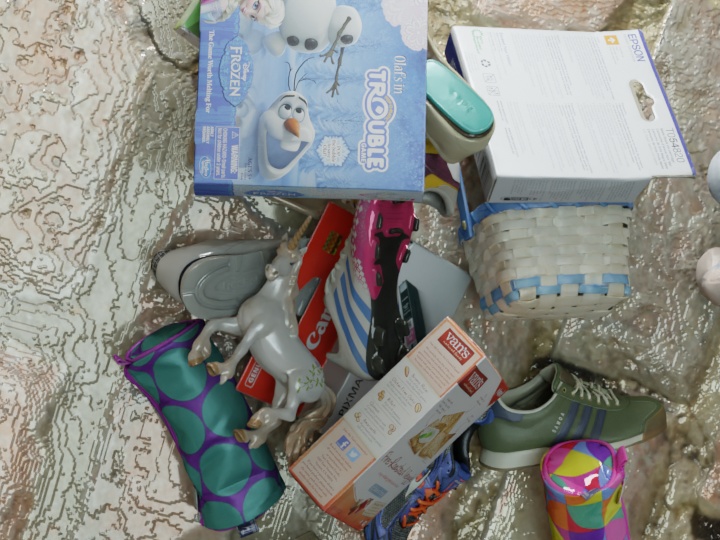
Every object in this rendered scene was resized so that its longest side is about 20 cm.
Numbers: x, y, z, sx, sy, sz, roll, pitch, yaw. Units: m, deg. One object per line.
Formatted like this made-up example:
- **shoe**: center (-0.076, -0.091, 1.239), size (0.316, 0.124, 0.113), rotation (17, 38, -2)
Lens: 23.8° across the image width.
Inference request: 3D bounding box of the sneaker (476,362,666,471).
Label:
- **sneaker**: center (0.209, 0.134, 1.695), size (0.198, 0.067, 0.091), rotation (-11, 107, -11)

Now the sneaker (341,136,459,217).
- **sneaker**: center (0.000, -0.085, 1.550), size (0.198, 0.075, 0.091), rotation (-3, 85, -19)

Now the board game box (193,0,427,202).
- **board game box**: center (-0.041, -0.163, 1.470), size (0.197, 0.043, 0.202), rotation (1, 79, -2)

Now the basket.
- **basket**: center (0.171, -0.055, 1.628), size (0.175, 0.139, 0.202), rotation (0, 79, -15)

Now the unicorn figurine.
- **unicorn figurine**: center (-0.081, 0.065, 1.530), size (0.137, 0.074, 0.201), rotation (-40, 124, -28)

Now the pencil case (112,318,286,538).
- **pencil case**: center (-0.146, 0.146, 1.586), size (0.092, 0.085, 0.201), rotation (-28, 104, -12)

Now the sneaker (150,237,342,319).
- **sneaker**: center (-0.096, -0.003, 1.589), size (0.199, 0.080, 0.077), rotation (0, 105, -37)

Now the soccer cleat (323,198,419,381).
- **soccer cleat**: center (0.000, 0.000, 1.529), size (0.070, 0.086, 0.202), rotation (-13, 111, -48)

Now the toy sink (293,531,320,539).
- **toy sink**: center (-0.057, 0.336, 1.577), size (0.130, 0.200, 0.113), rotation (-26, 104, -10)

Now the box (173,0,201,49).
- **box**: center (-0.056, -0.256, 1.548), size (0.144, 0.036, 0.201), rotation (36, 78, -16)

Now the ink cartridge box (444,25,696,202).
- **ink cartridge box**: center (0.193, -0.147, 1.604), size (0.198, 0.201, 0.041), rotation (-1, 141, -14)

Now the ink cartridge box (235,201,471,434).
- **ink cartridge box**: center (-0.003, 0.058, 1.607), size (0.173, 0.043, 0.201), rotation (27, 89, -42)

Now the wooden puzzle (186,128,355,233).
- **wooden puzzle**: center (-0.049, -0.158, 1.597), size (0.184, 0.046, 0.202), rotation (22, 86, -18)

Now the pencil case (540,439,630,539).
- **pencil case**: center (0.227, 0.258, 1.677), size (0.088, 0.088, 0.201), rotation (-21, 127, -13)

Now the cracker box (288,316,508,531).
- **cracker box**: center (0.038, 0.143, 1.560), size (0.200, 0.134, 0.058), rotation (-44, 69, 0)

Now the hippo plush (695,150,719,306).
- **hippo plush**: center (0.424, -0.054, 1.687), size (0.198, 0.159, 0.162), rotation (-7, 100, -15)

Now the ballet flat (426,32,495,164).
- **ballet flat**: center (0.042, -0.179, 1.531), size (0.069, 0.070, 0.201), rotation (-35, 79, -9)

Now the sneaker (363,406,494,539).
- **sneaker**: center (0.064, 0.195, 1.644), size (0.078, 0.075, 0.201), rotation (24, 91, 22)
